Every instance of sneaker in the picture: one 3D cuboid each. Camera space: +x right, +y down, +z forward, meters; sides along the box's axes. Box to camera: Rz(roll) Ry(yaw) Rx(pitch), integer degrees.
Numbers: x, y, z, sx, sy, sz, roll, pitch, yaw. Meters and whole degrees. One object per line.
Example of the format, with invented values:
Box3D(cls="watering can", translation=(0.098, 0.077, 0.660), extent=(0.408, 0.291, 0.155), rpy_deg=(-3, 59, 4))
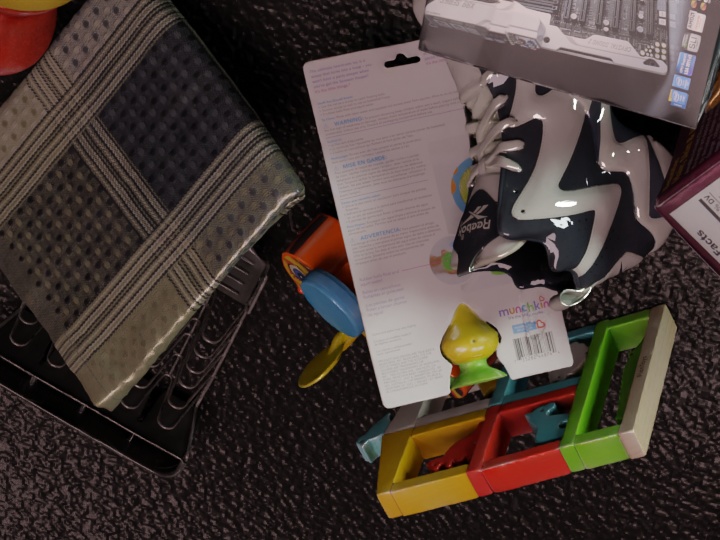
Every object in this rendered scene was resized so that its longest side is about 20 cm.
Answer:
Box3D(cls="sneaker", translation=(0.076, -0.063, 1.437), extent=(0.199, 0.130, 0.079), rpy_deg=(49, 156, -9))

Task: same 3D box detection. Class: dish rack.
Box3D(cls="dish rack", translation=(-0.145, 0.025, 1.626), extent=(0.153, 0.055, 0.200), rpy_deg=(29, 136, -1))

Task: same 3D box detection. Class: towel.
Box3D(cls="towel", translation=(-0.141, -0.050, 1.536), extent=(0.200, 0.034, 0.193), rpy_deg=(-46, 69, 23))

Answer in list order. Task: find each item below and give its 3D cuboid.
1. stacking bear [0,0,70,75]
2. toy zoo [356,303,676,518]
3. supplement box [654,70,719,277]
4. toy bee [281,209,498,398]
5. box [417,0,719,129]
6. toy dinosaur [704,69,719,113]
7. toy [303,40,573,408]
Box3D(cls="stacking bear", translation=(-0.197, -0.195, 1.485), extent=(0.113, 0.122, 0.201), rpy_deg=(30, 136, 5))
Box3D(cls="toy zoo", translation=(0.087, 0.088, 1.563), extent=(0.199, 0.131, 0.021), rpy_deg=(-17, 117, 25))
Box3D(cls="supplement box", translation=(0.269, -0.084, 1.395), extent=(0.103, 0.131, 0.200), rpy_deg=(44, 125, -13))
Box3D(cls="toy bee", translation=(0.000, 0.000, 1.558), extent=(0.130, 0.109, 0.201), rpy_deg=(-26, 78, -11))
Box3D(cls="box", translation=(0.123, -0.190, 1.340), extent=(0.157, 0.050, 0.201), rpy_deg=(17, 120, 11))
Box3D(cls="toy dinosaur", translation=(0.166, -0.142, 1.411), extent=(0.106, 0.061, 0.199), rpy_deg=(37, 139, -24))
Box3D(cls="toy", translation=(0.041, -0.029, 1.491), extent=(0.114, 0.047, 0.202), rpy_deg=(-12, 81, -12))
